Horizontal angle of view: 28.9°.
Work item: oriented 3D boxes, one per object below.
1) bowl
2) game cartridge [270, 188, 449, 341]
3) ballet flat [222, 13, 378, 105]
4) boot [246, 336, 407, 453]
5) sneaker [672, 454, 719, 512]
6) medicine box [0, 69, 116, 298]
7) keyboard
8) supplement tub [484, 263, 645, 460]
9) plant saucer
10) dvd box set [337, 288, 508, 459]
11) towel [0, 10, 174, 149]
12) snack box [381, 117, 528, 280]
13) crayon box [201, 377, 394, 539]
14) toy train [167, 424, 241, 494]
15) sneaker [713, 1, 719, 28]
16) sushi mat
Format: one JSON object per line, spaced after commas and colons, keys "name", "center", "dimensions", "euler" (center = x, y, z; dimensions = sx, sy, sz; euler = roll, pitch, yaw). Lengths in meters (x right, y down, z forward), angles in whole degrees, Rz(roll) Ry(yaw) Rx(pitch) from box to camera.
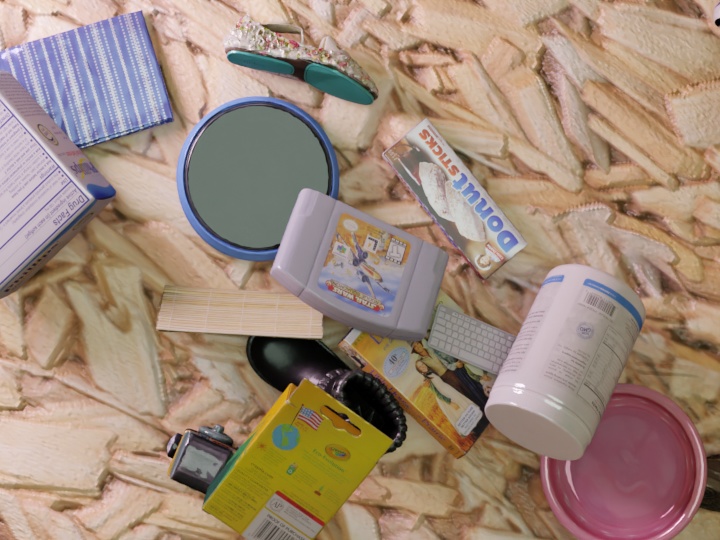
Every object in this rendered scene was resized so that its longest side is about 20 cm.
{"name": "bowl", "center": [-0.124, -0.112, 1.690], "dimensions": [0.199, 0.039, 0.202], "euler": [0, 88, -4]}
{"name": "game cartridge", "center": [0.000, 0.000, 1.644], "dimensions": [0.199, 0.042, 0.134], "euler": [24, 58, -11]}
{"name": "ballet flat", "center": [-0.067, -0.261, 1.684], "dimensions": [0.199, 0.076, 0.064], "euler": [18, 72, -7]}
{"name": "boot", "center": [-0.040, 0.133, 1.630], "dimensions": [0.210, 0.158, 0.080], "euler": [33, 87, -3]}
{"name": "sneaker", "center": [0.461, 0.257, 1.724], "dimensions": [0.199, 0.071, 0.076], "euler": [17, 61, -1]}
{"name": "medicine box", "center": [-0.421, -0.099, 1.617], "dimensions": [0.182, 0.103, 0.200], "euler": [-41, 93, 9]}
{"name": "keyboard", "center": [0.174, 0.103, 1.693], "dimensions": [0.199, 0.011, 0.057], "euler": [23, 62, -14]}
{"name": "supplement tub", "center": [0.242, 0.106, 1.642], "dimensions": [0.131, 0.132, 0.201], "euler": [31, 69, -3]}
{"name": "plant saucer", "center": [0.318, 0.237, 1.682], "dimensions": [0.199, 0.051, 0.202], "euler": [-2, 84, 20]}
{"name": "dvd box set", "center": [0.089, 0.106, 1.678], "dimensions": [0.200, 0.029, 0.146], "euler": [44, 60, -2]}
{"name": "towel", "center": [-0.338, -0.219, 1.687], "dimensions": [0.199, 0.024, 0.146], "euler": [-18, 88, -6]}
{"name": "snack box", "center": [0.115, -0.087, 1.715], "dimensions": [0.072, 0.024, 0.200], "euler": [-39, 91, -6]}
{"name": "crayon box", "center": [-0.067, 0.217, 1.543], "dimensions": [0.127, 0.051, 0.200], "euler": [36, 108, -9]}
{"name": "toy train", "center": [-0.137, 0.247, 1.642], "dimensions": [0.199, 0.114, 0.086], "euler": [25, 87, -3]}
{"name": "sneaker", "center": [0.530, -0.378, 1.733], "dimensions": [0.198, 0.081, 0.148], "euler": [-4, 81, -1]}
{"name": "sushi mat", "center": [-0.142, 0.049, 1.662], "dimensions": [0.198, 0.096, 0.012], "euler": [3, 124, -5]}
